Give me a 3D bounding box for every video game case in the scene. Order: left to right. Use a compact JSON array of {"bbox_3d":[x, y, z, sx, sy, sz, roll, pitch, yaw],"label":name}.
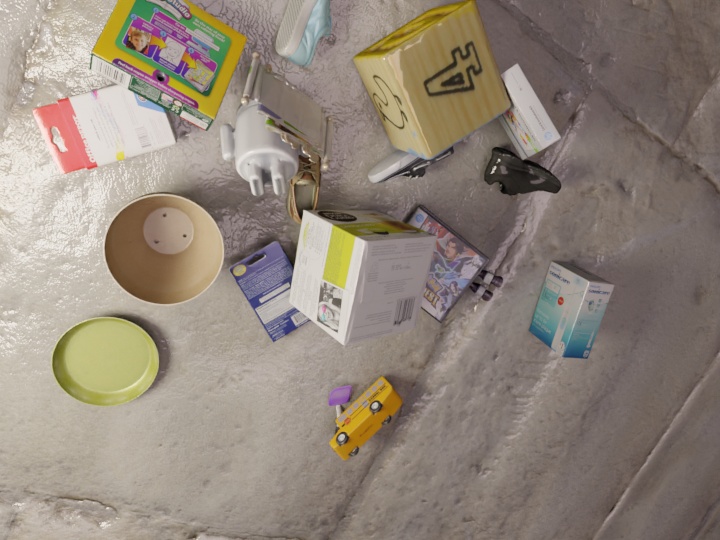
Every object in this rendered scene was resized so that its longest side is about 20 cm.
[{"bbox_3d":[0.157,-0.014,1.168,0.199,0.026,0.182,37,96,-3],"label":"video game case"}]

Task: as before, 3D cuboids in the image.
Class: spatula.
[{"bbox_3d":[-0.054,0.369,1.287,0.056,0.021,0.204,-5,112,-21],"label":"spatula"}]

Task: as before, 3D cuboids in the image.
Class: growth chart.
[{"bbox_3d":[-0.120,-0.274,0.910,0.199,0.147,0.018,33,139,-30],"label":"growth chart"}]

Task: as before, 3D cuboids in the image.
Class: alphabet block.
[{"bbox_3d":[0.130,-0.355,0.979,0.195,0.195,0.202,-33,116,-6],"label":"alphabet block"}]

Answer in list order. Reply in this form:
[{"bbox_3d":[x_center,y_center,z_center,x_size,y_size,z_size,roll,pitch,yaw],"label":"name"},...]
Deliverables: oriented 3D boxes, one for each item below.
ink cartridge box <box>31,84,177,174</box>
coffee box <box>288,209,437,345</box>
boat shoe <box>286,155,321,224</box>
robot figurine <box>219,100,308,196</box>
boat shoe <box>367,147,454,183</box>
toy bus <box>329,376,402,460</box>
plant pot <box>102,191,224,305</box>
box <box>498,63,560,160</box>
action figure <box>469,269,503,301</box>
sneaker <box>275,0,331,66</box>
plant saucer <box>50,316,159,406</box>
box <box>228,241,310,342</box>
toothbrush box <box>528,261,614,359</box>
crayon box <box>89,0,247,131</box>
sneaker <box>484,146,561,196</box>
[{"bbox_3d":[-0.433,-0.251,0.897,0.197,0.067,0.118,-19,114,-11],"label":"ink cartridge box"},{"bbox_3d":[0.000,0.000,1.037,0.197,0.197,0.203,-5,114,-41],"label":"coffee box"},{"bbox_3d":[-0.107,-0.187,1.027,0.074,0.074,0.204,-5,112,-17],"label":"boat shoe"},{"bbox_3d":[-0.169,-0.235,0.939,0.166,0.113,0.203,-1,66,-9],"label":"robot figurine"},{"bbox_3d":[0.110,-0.224,1.093,0.198,0.072,0.068,-32,116,-12],"label":"boat shoe"},{"bbox_3d":[0.009,0.355,1.255,0.200,0.078,0.065,-42,126,-8],"label":"toy bus"},{"bbox_3d":[-0.356,-0.056,0.960,0.197,0.135,0.204,-6,112,-15],"label":"plant pot"},{"bbox_3d":[0.317,-0.304,1.029,0.041,0.200,0.157,-31,92,8],"label":"box"},{"bbox_3d":[0.230,0.000,1.218,0.198,0.070,0.131,29,106,-11],"label":"action figure"},{"bbox_3d":[-0.082,-0.470,0.941,0.081,0.074,0.202,17,104,-47],"label":"sneaker"},{"bbox_3d":[-0.513,0.181,1.055,0.196,0.031,0.204,-7,112,-17],"label":"plant saucer"},{"bbox_3d":[-0.184,0.043,1.112,0.120,0.032,0.202,-29,118,-7],"label":"box"},{"bbox_3d":[0.525,0.097,1.309,0.084,0.147,0.203,7,109,-21],"label":"toothbrush box"},{"bbox_3d":[-0.310,-0.360,0.860,0.198,0.058,0.175,25,68,-25],"label":"crayon box"},{"bbox_3d":[0.366,-0.209,1.189,0.197,0.076,0.092,18,113,-17],"label":"sneaker"}]
